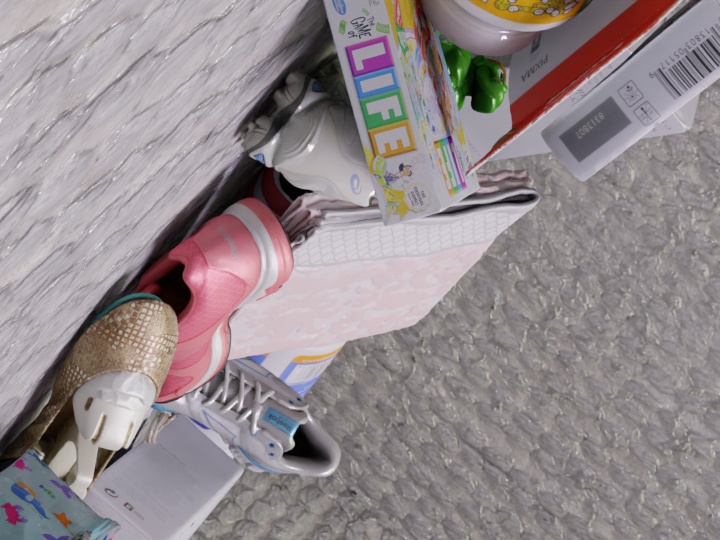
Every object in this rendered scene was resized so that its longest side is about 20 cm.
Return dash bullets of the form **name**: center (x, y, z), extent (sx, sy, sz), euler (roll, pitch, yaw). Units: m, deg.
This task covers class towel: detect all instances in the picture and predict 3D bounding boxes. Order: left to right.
- **towel**: center (0.000, 0.000, 1.525), extent (0.199, 0.032, 0.191), euler (-8, 154, -36)

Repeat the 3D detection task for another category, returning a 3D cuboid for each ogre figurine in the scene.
- **ogre figurine**: center (0.043, -0.122, 1.558), extent (0.120, 0.098, 0.201), euler (-64, 147, -49)

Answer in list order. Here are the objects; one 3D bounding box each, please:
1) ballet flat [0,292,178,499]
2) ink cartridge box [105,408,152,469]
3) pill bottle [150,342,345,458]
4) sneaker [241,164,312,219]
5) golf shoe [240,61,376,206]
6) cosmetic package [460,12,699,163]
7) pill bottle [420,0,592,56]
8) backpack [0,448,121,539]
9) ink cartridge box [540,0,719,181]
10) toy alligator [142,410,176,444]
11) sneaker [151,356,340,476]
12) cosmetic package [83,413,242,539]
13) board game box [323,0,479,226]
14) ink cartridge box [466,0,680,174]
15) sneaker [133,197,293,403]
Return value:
- **ballet flat**: center (-0.165, 0.096, 1.410), extent (0.200, 0.070, 0.065), euler (-54, -144, 41)
- **ink cartridge box**: center (-0.199, 0.128, 1.664), extent (0.119, 0.042, 0.200), euler (-48, 174, -32)
- **pill bottle**: center (-0.093, 0.071, 1.810), extent (0.112, 0.112, 0.200), euler (-46, 176, -47)
- **sneaker**: center (-0.036, -0.048, 1.587), extent (0.113, 0.071, 0.200), euler (-48, 176, 27)
- **golf shoe**: center (-0.011, -0.074, 1.417), extent (0.078, 0.097, 0.200), euler (-52, 178, 14)
- **cosmetic package**: center (0.139, -0.143, 1.660), extent (0.199, 0.102, 0.074), euler (-9, -131, 36)
- **pill bottle**: center (0.101, -0.205, 1.283), extent (0.113, 0.113, 0.200), euler (-48, 177, -30)
- **backpack**: center (-0.224, 0.203, 1.334), extent (0.178, 0.150, 0.200), euler (-52, -179, 20)
- **ink cartridge box**: center (0.220, -0.150, 1.461), extent (0.162, 0.057, 0.200), euler (-40, 177, 39)
- **toy alligator**: center (-0.092, 0.047, 1.660), extent (0.201, 0.054, 0.059), euler (-65, -176, -11)
- **sneaker**: center (-0.083, 0.089, 1.594), extent (0.087, 0.200, 0.075), euler (17, -104, 47)
- **cosmetic package**: center (-0.166, 0.186, 1.662), extent (0.102, 0.074, 0.200), euler (-51, 175, 19)
- **board game box**: center (0.026, -0.101, 1.318), extent (0.034, 0.135, 0.200), euler (-14, -176, 10)
- **ink cartridge box**: center (0.145, -0.152, 1.359), extent (0.162, 0.057, 0.200), euler (-39, 178, 41)
- **sneaker**: center (-0.122, 0.024, 1.448), extent (0.087, 0.074, 0.200), euler (-20, 159, -38)
